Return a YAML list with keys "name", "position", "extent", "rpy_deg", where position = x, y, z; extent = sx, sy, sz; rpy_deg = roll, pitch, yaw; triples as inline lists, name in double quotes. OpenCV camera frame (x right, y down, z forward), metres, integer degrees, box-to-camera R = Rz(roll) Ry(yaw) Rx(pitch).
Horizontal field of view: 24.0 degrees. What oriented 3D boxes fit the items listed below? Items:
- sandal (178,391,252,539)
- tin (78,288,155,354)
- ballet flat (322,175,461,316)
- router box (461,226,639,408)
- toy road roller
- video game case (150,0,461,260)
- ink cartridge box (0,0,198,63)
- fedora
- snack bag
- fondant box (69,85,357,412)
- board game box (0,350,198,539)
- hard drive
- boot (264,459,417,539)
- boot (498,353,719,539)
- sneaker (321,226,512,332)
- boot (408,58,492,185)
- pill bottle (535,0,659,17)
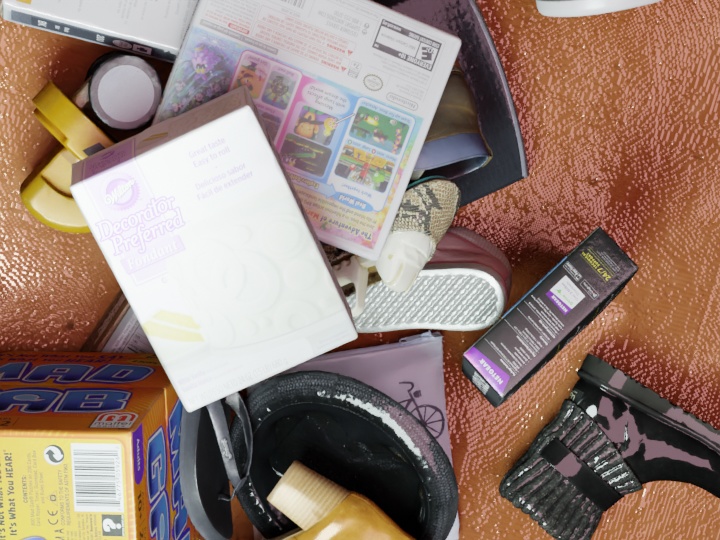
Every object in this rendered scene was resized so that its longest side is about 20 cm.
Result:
- name: "sandal"
  position: [-0.112, 0.115, 1.337]
  extent: [0.042, 0.076, 0.202]
  rpy_deg: [-2, 88, 15]
- name: "tin"
  position: [-0.163, 0.061, 1.410]
  extent: [0.112, 0.042, 0.201]
  rpy_deg: [33, 92, -14]
- name: "ballet flat"
  position: [0.000, 0.000, 1.350]
  extent: [0.199, 0.076, 0.068]
  rpy_deg: [-27, 138, 21]
- name: "router box"
  position: [0.152, 0.043, 1.400]
  extent: [0.149, 0.200, 0.051]
  rpy_deg: [-43, 82, -3]
- name: "toy road roller"
  position: [-0.179, -0.071, 1.332]
  extent: [0.146, 0.123, 0.200]
  rpy_deg: [-46, 104, -1]
- name: "video game case"
  position: [-0.045, -0.126, 1.275]
  extent: [0.199, 0.024, 0.183]
  rpy_deg: [20, 94, -15]
- name: "ink cartridge box"
  position: [-0.156, -0.266, 1.300]
  extent: [0.198, 0.043, 0.200]
  rpy_deg: [14, 81, -7]
- name: "fedora"
  position: [-0.009, 0.158, 1.404]
  extent: [0.199, 0.092, 0.202]
  rpy_deg: [6, 112, 14]
- name: "snack bag"
  position: [-0.011, 0.160, 1.477]
  extent: [0.187, 0.021, 0.202]
  rpy_deg: [-9, 104, -13]
- name: "fondant box"
  position: [-0.107, -0.014, 1.247]
  extent: [0.143, 0.058, 0.201]
  rpy_deg: [-24, 112, 3]
- name: "board game box"
  position: [-0.242, 0.185, 1.301]
  extent: [0.198, 0.200, 0.202]
  rpy_deg: [1, 104, 6]
- name: "hard drive"
  position: [0.062, -0.146, 1.419]
  extent: [0.134, 0.042, 0.201]
  rpy_deg: [-23, 106, -9]
- name: "boot"
  position: [-0.045, 0.264, 1.359]
  extent: [0.144, 0.071, 0.202]
  rpy_deg: [37, 108, 5]
- name: "boot"
  position: [0.241, 0.190, 1.515]
  extent: [0.210, 0.079, 0.159]
  rpy_deg: [32, 86, -8]
- name: "sneaker"
  position: [0.036, 0.004, 1.437]
  extent: [0.198, 0.105, 0.076]
  rpy_deg: [6, 109, 15]
- name: "boot"
  position: [0.010, -0.102, 1.323]
  extent: [0.199, 0.075, 0.097]
  rpy_deg: [-22, 74, -21]
- name: "pill bottle"
  position: [0.187, -0.315, 1.377]
  extent: [0.113, 0.114, 0.202]
  rpy_deg: [-12, 104, -11]
